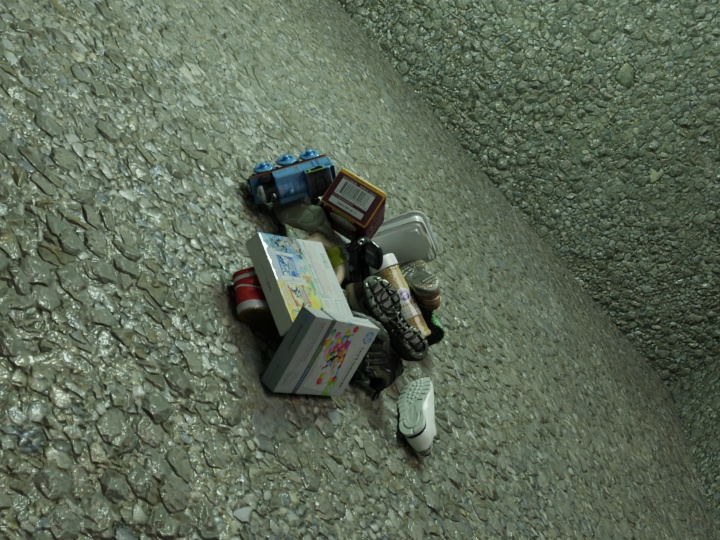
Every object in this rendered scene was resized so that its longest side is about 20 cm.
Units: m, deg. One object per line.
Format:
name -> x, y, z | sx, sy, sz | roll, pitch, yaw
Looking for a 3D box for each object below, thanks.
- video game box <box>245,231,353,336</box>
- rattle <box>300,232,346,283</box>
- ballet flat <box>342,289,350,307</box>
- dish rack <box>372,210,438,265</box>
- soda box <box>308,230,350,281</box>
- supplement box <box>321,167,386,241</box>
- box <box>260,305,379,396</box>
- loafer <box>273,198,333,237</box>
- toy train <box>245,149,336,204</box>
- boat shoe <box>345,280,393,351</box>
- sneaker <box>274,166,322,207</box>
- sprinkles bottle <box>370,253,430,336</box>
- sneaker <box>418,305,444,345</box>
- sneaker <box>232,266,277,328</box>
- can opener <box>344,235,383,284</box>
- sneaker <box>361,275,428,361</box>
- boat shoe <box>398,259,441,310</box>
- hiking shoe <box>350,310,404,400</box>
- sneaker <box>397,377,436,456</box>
video game box -> -0.108, 0.030, 1.496 | 0.182, 0.047, 0.200 | 10, 50, -53
rattle -> -0.129, 0.023, 1.674 | 0.130, 0.143, 0.200 | 46, 59, -28
ballet flat -> -0.057, 0.086, 1.684 | 0.069, 0.069, 0.200 | 50, 19, -6
dish rack -> 0.079, -0.050, 1.903 | 0.172, 0.199, 0.044 | 61, 14, -46
soda box -> -0.029, -0.028, 1.832 | 0.200, 0.064, 0.068 | 31, 29, -16
supplement box -> -0.014, -0.129, 1.721 | 0.110, 0.086, 0.200 | 32, -10, 7
box -> -0.068, 0.150, 1.443 | 0.041, 0.156, 0.200 | 36, 11, 33
loafer -> -0.126, -0.113, 1.752 | 0.063, 0.072, 0.200 | 51, -13, -33
toy train -> -0.148, -0.199, 1.748 | 0.114, 0.199, 0.087 | -123, -161, -54
boat shoe -> 0.039, 0.100, 1.712 | 0.200, 0.065, 0.072 | 57, 25, -28
sneaker -> -0.137, -0.175, 1.876 | 0.200, 0.081, 0.084 | 42, 20, -22
sprinkles bottle -> 0.084, 0.064, 1.768 | 0.200, 0.068, 0.068 | 64, 25, 6
sneaker -> 0.150, 0.112, 1.931 | 0.200, 0.078, 0.085 | 73, -2, -46
sneaker -> -0.160, 0.051, 1.518 | 0.200, 0.071, 0.113 | 20, 43, -49
can opener -> 0.000, 0.000, 1.719 | 0.063, 0.200, 0.079 | -27, 59, -24
sneaker -> 0.058, 0.105, 1.646 | 0.075, 0.079, 0.200 | -31, 89, -26
boat shoe -> 0.133, 0.034, 1.825 | 0.200, 0.076, 0.072 | -116, -172, -67
hiking shoe -> 0.014, 0.170, 1.609 | 0.101, 0.076, 0.200 | -51, 123, -29
sneaker -> 0.128, 0.307, 1.709 | 0.081, 0.076, 0.200 | 56, 25, -21
